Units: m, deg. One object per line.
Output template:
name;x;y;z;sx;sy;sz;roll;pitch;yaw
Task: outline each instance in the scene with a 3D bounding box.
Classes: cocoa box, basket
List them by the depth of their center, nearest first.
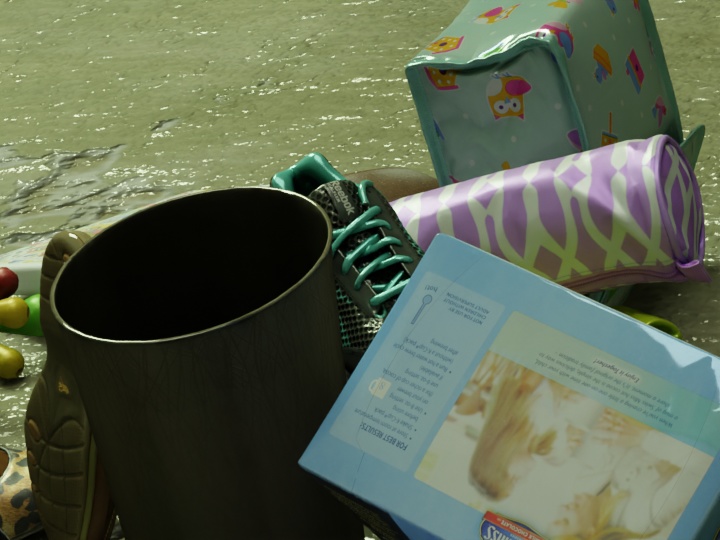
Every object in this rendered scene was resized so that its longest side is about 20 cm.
cocoa box;0.100;0.094;1.313;0.200;0.131;0.134;25;78;35
basket;-0.065;0.085;1.428;0.135;0.201;0.180;-5;24;12

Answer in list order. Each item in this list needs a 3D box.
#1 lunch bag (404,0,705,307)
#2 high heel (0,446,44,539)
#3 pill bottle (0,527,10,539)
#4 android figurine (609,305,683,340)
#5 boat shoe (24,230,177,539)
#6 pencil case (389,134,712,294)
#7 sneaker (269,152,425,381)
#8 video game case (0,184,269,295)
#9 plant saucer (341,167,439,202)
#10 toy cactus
lunch bag;0.124;-0.067;1.700;0.121;0.201;0.170;-12;19;27
high heel;-0.243;0.085;1.582;0.199;0.143;0.071;-10;22;1
pill bottle;-0.273;0.162;1.457;0.199;0.112;0.112;6;28;36
android figurine;0.077;0.061;1.546;0.181;0.041;0.200;-24;12;-16
boat shoe;-0.131;0.067;1.523;0.067;0.201;0.072;-10;36;-29
pencil case;0.089;-0.013;1.574;0.199;0.084;0.086;-16;52;24
sneaker;0.000;0.000;1.470;0.077;0.091;0.200;-31;27;-12
video game case;-0.134;-0.021;1.866;0.181;0.023;0.200;-20;9;-31
plant saucer;-0.029;-0.019;1.737;0.200;0.037;0.200;-19;-11;-4
toy cactus;-0.290;0.045;1.788;0.200;0.103;0.165;-30;19;-22
